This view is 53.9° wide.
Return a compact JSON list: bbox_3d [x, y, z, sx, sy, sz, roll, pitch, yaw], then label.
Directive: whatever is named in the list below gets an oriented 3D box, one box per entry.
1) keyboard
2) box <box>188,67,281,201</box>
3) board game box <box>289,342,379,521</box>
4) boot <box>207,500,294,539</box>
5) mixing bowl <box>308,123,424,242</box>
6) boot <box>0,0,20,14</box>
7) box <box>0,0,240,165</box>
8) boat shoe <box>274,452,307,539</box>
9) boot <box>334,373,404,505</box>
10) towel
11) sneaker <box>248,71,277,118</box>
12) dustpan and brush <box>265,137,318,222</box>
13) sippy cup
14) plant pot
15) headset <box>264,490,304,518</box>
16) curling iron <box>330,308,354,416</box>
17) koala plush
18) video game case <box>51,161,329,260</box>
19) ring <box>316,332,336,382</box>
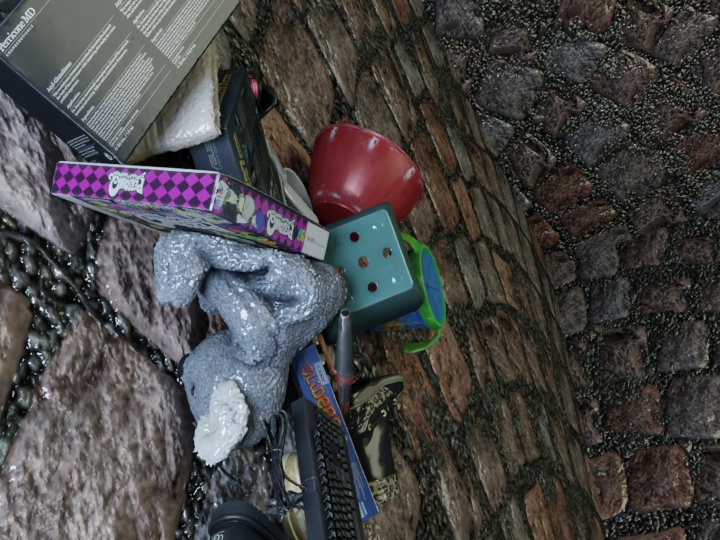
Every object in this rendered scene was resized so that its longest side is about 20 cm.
[{"bbox_3d":[-0.037,0.196,0.630,0.126,0.020,0.203,38,23,-36],"label":"keyboard"},{"bbox_3d":[-0.141,-0.110,0.835,0.160,0.049,0.204,-91,171,-52],"label":"box"},{"bbox_3d":[-0.042,0.185,0.846,0.135,0.034,0.205,172,-103,-78],"label":"board game box"},{"bbox_3d":[-0.083,0.336,0.649,0.201,0.075,0.170,50,26,-29],"label":"boot"},{"bbox_3d":[-0.008,-0.118,1.111,0.201,0.196,0.110,51,56,-38],"label":"mixing bowl"},{"bbox_3d":[-0.314,-0.330,0.693,0.138,0.075,0.207,9,76,-70],"label":"boot"},{"bbox_3d":[-0.223,-0.217,0.639,0.141,0.078,0.203,43,66,-33],"label":"box"},{"bbox_3d":[-0.036,0.300,0.794,0.071,0.075,0.205,-8,78,-66],"label":"boat shoe"},{"bbox_3d":[0.023,0.235,1.008,0.203,0.072,0.158,-1,77,-67],"label":"boot"},{"bbox_3d":[-0.210,-0.207,0.739,0.035,0.129,0.205,59,19,-62],"label":"towel"},{"bbox_3d":[-0.173,-0.235,0.916,0.079,0.082,0.199,69,22,1],"label":"sneaker"},{"bbox_3d":[-0.106,-0.109,0.993,0.201,0.056,0.142,51,25,-34],"label":"dustpan and brush"},{"bbox_3d":[0.062,0.040,1.168,0.139,0.127,0.183,31,47,-63],"label":"sippy cup"},{"bbox_3d":[0.000,0.000,0.853,0.200,0.138,0.145,125,-55,-84],"label":"plant pot"},{"bbox_3d":[-0.025,0.302,0.650,0.123,0.092,0.206,-14,86,-65],"label":"headset"},{"bbox_3d":[-0.021,0.103,0.777,0.202,0.025,0.051,91,-17,-55],"label":"curling iron"},{"bbox_3d":[-0.113,0.083,0.703,0.177,0.178,0.207,59,41,-83],"label":"koala plush"},{"bbox_3d":[-0.155,-0.055,0.667,0.180,0.195,0.037,24,76,-61],"label":"video game case"},{"bbox_3d":[-0.071,0.048,0.905,0.200,0.019,0.206,160,-89,-84],"label":"ring"}]
